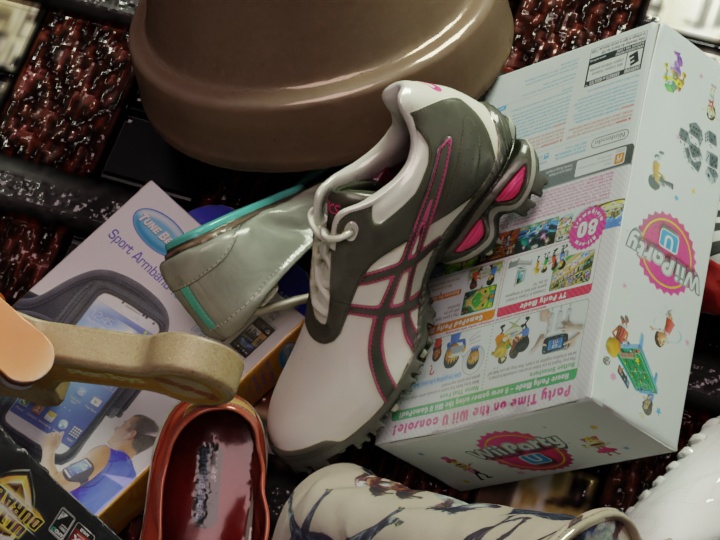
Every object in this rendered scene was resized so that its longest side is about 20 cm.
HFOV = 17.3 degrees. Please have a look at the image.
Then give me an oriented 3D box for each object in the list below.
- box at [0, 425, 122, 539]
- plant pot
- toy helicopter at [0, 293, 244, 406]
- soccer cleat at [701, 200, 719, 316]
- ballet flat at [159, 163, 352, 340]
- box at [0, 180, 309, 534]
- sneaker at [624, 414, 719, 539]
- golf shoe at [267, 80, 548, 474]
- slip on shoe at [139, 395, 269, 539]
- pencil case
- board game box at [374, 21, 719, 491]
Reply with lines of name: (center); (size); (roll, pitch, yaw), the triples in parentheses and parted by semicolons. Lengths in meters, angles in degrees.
box: (-0.174, 0.115, 1.042); (0.200, 0.199, 0.050); (14, 64, 42)
plant pot: (-0.031, -0.175, 1.181); (0.200, 0.175, 0.200); (-8, 37, 6)
toy helicopter: (-0.152, 0.031, 1.102); (0.200, 0.132, 0.079); (6, 64, 17)
soccer cleat: (0.207, 0.006, 1.140); (0.085, 0.069, 0.200); (-37, 39, -25)
ballet flat: (-0.018, -0.024, 1.192); (0.200, 0.067, 0.064); (-34, 95, -39)
box: (-0.119, 0.046, 1.194); (0.119, 0.041, 0.200); (40, 77, 22)
sneaker: (0.169, 0.116, 1.121); (0.200, 0.076, 0.081); (-25, 52, -11)
golf shoe: (0.000, 0.000, 1.130); (0.200, 0.088, 0.077); (-58, 34, 6)
slip on shoe: (-0.075, 0.153, 1.111); (0.074, 0.061, 0.200); (6, 78, -7)
pencil case: (0.042, 0.134, 1.060); (0.200, 0.089, 0.078); (4, 95, 51)
board game box: (0.094, -0.005, 1.141); (0.147, 0.064, 0.200); (-16, 52, 47)
